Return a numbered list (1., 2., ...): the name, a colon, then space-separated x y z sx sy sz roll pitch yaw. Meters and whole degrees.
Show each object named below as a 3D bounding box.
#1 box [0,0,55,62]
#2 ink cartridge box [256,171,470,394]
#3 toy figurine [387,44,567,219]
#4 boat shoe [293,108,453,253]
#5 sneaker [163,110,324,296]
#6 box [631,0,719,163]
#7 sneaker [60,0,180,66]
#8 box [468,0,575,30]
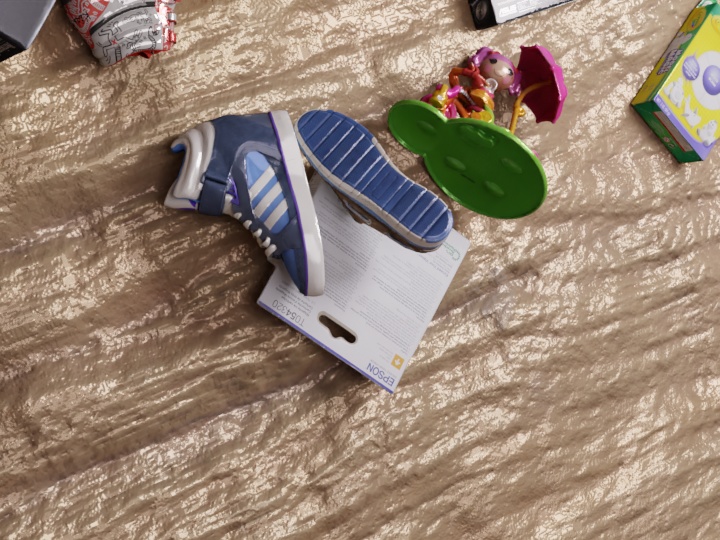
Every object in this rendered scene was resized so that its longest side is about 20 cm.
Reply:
1. box: -0.378 -0.282 1.223 0.199 0.148 0.108 32 74 -26
2. ink cartridge box: 0.000 0.000 1.502 0.196 0.043 0.201 36 74 -23
3. toy figurine: 0.153 -0.189 1.570 0.199 0.150 0.185 31 58 -1
4. boat shoe: 0.004 -0.085 1.439 0.200 0.072 0.072 43 65 8
5. sneaker: -0.123 -0.058 1.400 0.145 0.081 0.201 -13 87 -7
6. box: 0.442 -0.249 1.766 0.117 0.048 0.201 44 67 -23
7. sneaker: -0.198 -0.282 1.378 0.201 0.067 0.108 -35 107 -23
8. box: 0.204 -0.388 1.628 0.199 0.043 0.161 -23 100 -29
